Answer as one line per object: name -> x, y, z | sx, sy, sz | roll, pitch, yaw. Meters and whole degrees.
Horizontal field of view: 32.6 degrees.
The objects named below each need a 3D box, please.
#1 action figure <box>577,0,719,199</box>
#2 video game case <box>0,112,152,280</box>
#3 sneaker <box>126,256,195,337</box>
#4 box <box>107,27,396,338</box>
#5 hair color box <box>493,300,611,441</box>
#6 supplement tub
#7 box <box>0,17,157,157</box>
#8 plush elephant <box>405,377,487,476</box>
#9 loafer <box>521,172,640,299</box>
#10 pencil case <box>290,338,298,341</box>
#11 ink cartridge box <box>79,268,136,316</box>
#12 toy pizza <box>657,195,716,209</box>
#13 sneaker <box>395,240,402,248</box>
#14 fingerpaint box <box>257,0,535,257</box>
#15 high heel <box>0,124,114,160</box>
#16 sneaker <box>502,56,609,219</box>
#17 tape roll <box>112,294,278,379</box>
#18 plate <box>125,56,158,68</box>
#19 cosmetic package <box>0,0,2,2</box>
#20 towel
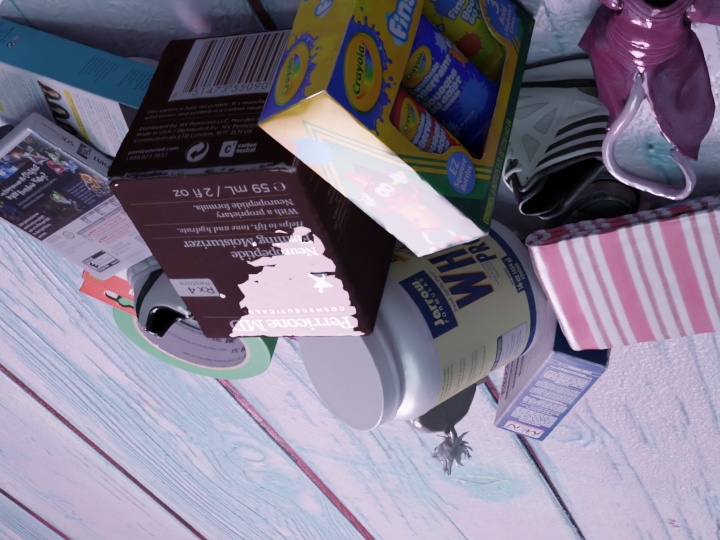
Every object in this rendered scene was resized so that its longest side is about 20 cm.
action figure -> 0.185, -0.161, 0.822 | 0.132, 0.151, 0.200 | 15, 165, 15
video game case -> -0.275, -0.064, 1.177 | 0.181, 0.024, 0.199 | 33, 150, -26
sneaker -> -0.144, 0.006, 1.225 | 0.198, 0.081, 0.074 | -25, 147, 25
box -> -0.074, -0.069, 1.014 | 0.164, 0.166, 0.201 | -2, 139, 22
hair color box -> 0.198, 0.088, 1.262 | 0.060, 0.101, 0.201 | 17, 151, -3
supplement tub -> 0.056, 0.047, 1.125 | 0.144, 0.199, 0.147 | 35, 138, 39
box -> -0.247, -0.156, 1.089 | 0.198, 0.049, 0.083 | 20, 149, 23
plush elephant -> 0.059, 0.099, 1.326 | 0.155, 0.163, 0.203 | 35, 138, 56
loafer -> 0.192, -0.016, 1.128 | 0.071, 0.064, 0.200 | 22, 150, -11
pencil case -> -0.087, 0.033, 1.290 | 0.198, 0.088, 0.082 | 11, 169, 39
ink cartridge box -> -0.235, -0.007, 1.321 | 0.108, 0.051, 0.201 | 24, 130, -10
toy pizza -> 0.335, 0.002, 1.116 | 0.197, 0.032, 0.201 | 13, 150, 8
sneaker -> 0.000, 0.000, 1.214 | 0.074, 0.083, 0.199 | -5, 160, 32
fingerpaint box -> 0.034, -0.143, 0.862 | 0.073, 0.202, 0.166 | -17, 136, 43
high heel -> -0.268, -0.090, 1.234 | 0.198, 0.072, 0.143 | 8, 149, 41
sneaker -> 0.110, -0.099, 0.979 | 0.198, 0.117, 0.076 | -6, 144, 35
tape roll -> -0.195, 0.061, 1.474 | 0.197, 0.049, 0.201 | 13, 150, 8
plate -> -0.124, -0.118, 1.154 | 0.197, 0.033, 0.201 | 15, 150, 1
cosmetic package -> -0.295, -0.252, 0.952 | 0.071, 0.102, 0.199 | 29, 147, -20
towel -> 0.258, 0.004, 1.078 | 0.197, 0.030, 0.147 | -10, 131, 22
